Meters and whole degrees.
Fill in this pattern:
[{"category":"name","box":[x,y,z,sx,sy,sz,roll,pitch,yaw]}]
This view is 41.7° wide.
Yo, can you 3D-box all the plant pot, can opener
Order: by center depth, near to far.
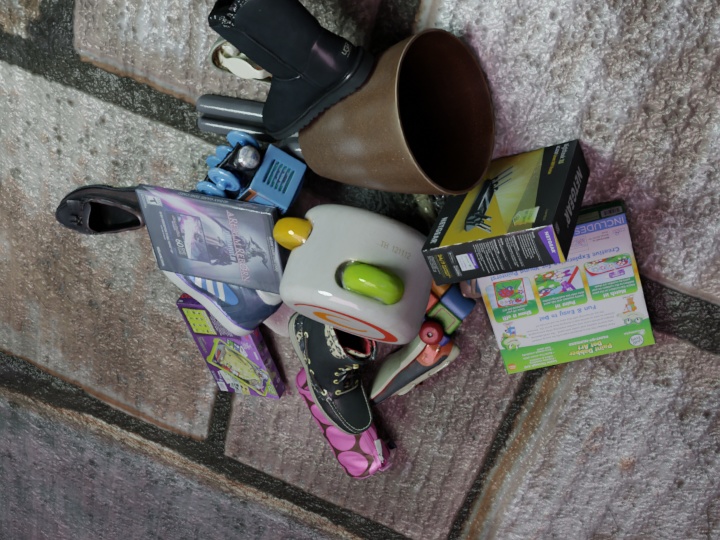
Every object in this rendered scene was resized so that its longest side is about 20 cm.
[{"category":"plant pot","box":[0.026,-0.171,1.127,0.199,0.187,0.188,-5,122,41]},{"category":"can opener","box":[-0.129,-0.186,1.238,0.199,0.067,0.054,12,126,14]}]

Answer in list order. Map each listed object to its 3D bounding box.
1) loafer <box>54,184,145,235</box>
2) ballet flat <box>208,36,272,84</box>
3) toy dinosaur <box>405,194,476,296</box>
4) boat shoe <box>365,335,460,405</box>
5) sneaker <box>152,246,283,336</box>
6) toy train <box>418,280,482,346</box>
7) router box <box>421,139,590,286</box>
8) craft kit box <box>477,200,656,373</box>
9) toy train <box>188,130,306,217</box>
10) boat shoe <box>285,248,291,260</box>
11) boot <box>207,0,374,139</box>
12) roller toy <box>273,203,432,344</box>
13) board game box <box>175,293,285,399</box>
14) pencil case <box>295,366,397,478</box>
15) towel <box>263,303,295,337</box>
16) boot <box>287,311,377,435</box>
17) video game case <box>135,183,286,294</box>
[{"category":"loafer","box":[-0.387,-0.087,1.421,0.199,0.063,0.072,-3,122,25]},{"category":"ballet flat","box":[-0.097,-0.250,1.182,0.199,0.064,0.068,16,128,12]},{"category":"toy dinosaur","box":[0.102,-0.057,1.203,0.047,0.088,0.201,-33,87,-3]},{"category":"boat shoe","box":[0.070,0.150,1.392,0.062,0.071,0.200,28,134,-14]},{"category":"sneaker","box":[-0.186,-0.017,1.343,0.200,0.081,0.147,44,117,3]},{"category":"toy train","box":[0.074,-0.003,1.283,0.200,0.085,0.116,42,113,0]},{"category":"router box","box":[0.174,-0.070,1.105,0.156,0.200,0.052,-12,119,28]},{"category":"craft kit box","box":[0.259,0.026,1.212,0.199,0.049,0.198,-13,115,15]},{"category":"toy train","box":[-0.153,-0.111,1.252,0.114,0.087,0.200,31,158,-15]},{"category":"boat shoe","box":[-0.050,-0.010,1.328,0.200,0.066,0.072,41,160,7]},{"category":"boot","box":[-0.102,-0.244,1.070,0.168,0.077,0.200,35,149,-24]},{"category":"roller toy","box":[0.000,0.000,1.178,0.199,0.141,0.182,10,165,35]},{"category":"board game box","box":[-0.203,0.121,1.491,0.119,0.032,0.201,8,134,30]},{"category":"pencil case","box":[-0.023,0.229,1.476,0.094,0.091,0.201,17,141,58]},{"category":"towel","box":[-0.150,0.005,1.404,0.200,0.035,0.133,38,130,-6]},{"category":"boot","box":[-0.021,0.143,1.334,0.204,0.073,0.154,63,154,-5]},{"category":"video game case","box":[-0.193,-0.040,1.252,0.199,0.019,0.143,12,135,19]}]
